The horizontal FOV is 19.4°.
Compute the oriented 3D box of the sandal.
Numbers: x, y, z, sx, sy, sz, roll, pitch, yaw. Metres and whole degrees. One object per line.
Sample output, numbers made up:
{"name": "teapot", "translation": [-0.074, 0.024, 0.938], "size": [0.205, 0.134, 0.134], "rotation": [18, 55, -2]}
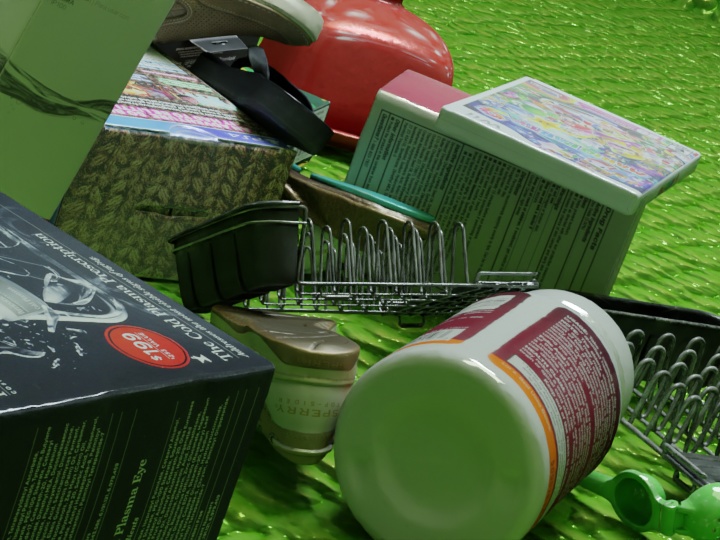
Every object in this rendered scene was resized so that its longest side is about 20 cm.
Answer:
{"name": "sandal", "translation": [-0.057, -0.117, 1.405], "size": [0.076, 0.043, 0.200], "rotation": [38, -2, -26]}

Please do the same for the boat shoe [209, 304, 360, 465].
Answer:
{"name": "boat shoe", "translation": [-0.044, 0.058, 1.145], "size": [0.073, 0.063, 0.201], "rotation": [6, 4, -15]}

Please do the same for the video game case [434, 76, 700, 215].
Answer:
{"name": "video game case", "translation": [0.146, -0.088, 1.435], "size": [0.143, 0.018, 0.200], "rotation": [26, 19, 14]}

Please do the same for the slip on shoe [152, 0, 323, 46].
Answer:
{"name": "slip on shoe", "translation": [-0.126, -0.181, 1.435], "size": [0.199, 0.061, 0.076], "rotation": [19, -9, -2]}

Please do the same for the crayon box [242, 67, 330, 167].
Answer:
{"name": "crayon box", "translation": [-0.137, -0.122, 1.579], "size": [0.172, 0.058, 0.200], "rotation": [24, 18, 11]}

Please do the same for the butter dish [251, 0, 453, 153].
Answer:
{"name": "butter dish", "translation": [0.003, -0.187, 1.786], "size": [0.199, 0.148, 0.200], "rotation": [16, 18, -15]}

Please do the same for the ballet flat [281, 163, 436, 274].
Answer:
{"name": "ballet flat", "translation": [-0.046, -0.042, 1.417], "size": [0.200, 0.073, 0.068], "rotation": [25, 2, 15]}

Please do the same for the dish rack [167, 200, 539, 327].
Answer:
{"name": "dish rack", "translation": [0.000, 0.000, 1.247], "size": [0.199, 0.055, 0.153], "rotation": [2, -7, -25]}

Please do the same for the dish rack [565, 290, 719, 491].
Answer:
{"name": "dish rack", "translation": [0.221, 0.086, 1.334], "size": [0.153, 0.055, 0.200], "rotation": [7, 22, -34]}

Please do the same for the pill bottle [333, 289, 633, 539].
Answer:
{"name": "pill bottle", "translation": [0.073, 0.076, 1.119], "size": [0.114, 0.114, 0.200], "rotation": [26, 20, 17]}

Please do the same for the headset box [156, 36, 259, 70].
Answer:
{"name": "headset box", "translation": [-0.171, -0.213, 1.578], "size": [0.200, 0.075, 0.149], "rotation": [32, 24, 24]}

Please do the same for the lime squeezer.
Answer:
{"name": "lime squeezer", "translation": [0.177, 0.122, 1.194], "size": [0.199, 0.038, 0.071], "rotation": [6, 43, 13]}

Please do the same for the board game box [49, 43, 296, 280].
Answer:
{"name": "board game box", "translation": [-0.169, -0.081, 1.355], "size": [0.159, 0.097, 0.200], "rotation": [6, 23, -39]}

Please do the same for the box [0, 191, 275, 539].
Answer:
{"name": "box", "translation": [-0.176, 0.051, 0.936], "size": [0.200, 0.104, 0.182], "rotation": [30, 21, 29]}

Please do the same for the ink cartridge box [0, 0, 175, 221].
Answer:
{"name": "ink cartridge box", "translation": [-0.209, -0.118, 1.218], "size": [0.083, 0.200, 0.147], "rotation": [23, 14, -40]}

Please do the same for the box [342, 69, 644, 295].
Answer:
{"name": "box", "translation": [0.091, -0.042, 1.479], "size": [0.199, 0.128, 0.109], "rotation": [23, 17, 6]}
